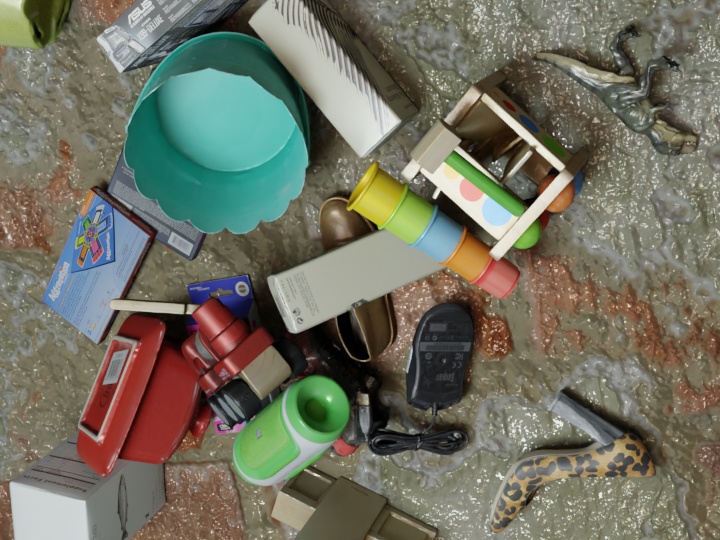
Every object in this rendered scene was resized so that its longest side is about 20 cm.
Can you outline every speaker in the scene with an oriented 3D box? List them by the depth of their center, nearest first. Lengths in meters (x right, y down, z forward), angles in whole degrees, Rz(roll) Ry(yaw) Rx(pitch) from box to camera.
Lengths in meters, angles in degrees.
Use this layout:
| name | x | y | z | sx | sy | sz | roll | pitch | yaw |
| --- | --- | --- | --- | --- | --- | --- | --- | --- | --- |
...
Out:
| name | x | y | z | sx | sy | sz | roll | pitch | yaw |
| --- | --- | --- | --- | --- | --- | --- | --- | --- | --- |
| speaker | -0.087 | 0.196 | 1.303 | 0.089 | 0.088 | 0.200 | 47 | 141 | 1 |

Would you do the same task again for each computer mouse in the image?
| name | x | y | z | sx | sy | sz | roll | pitch | yaw |
| --- | --- | --- | --- | --- | --- | --- | --- | --- | --- |
| computer mouse | 0.062 | 0.128 | 1.294 | 0.139 | 0.046 | 0.202 | -4 | 112 | -11 |

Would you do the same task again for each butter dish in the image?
| name | x | y | z | sx | sy | sz | roll | pitch | yaw |
| --- | --- | --- | --- | --- | --- | --- | --- | --- | --- |
| butter dish | -0.260 | 0.171 | 1.382 | 0.147 | 0.200 | 0.201 | 23 | 80 | -24 |

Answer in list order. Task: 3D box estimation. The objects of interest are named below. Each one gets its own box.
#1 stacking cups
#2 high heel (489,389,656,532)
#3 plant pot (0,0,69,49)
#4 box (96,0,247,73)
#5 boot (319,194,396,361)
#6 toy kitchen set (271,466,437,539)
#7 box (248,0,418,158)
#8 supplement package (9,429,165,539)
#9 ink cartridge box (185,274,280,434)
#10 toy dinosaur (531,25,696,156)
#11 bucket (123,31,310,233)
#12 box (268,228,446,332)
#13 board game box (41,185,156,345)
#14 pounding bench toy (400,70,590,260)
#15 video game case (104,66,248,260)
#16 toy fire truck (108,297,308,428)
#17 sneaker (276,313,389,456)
| name | x | y | z | sx | sy | sz | roll | pitch | yaw |
| --- | --- | --- | --- | --- | --- | --- | --- | --- | --- |
| stacking cups | 0.080 | -0.034 | 1.155 | 0.199 | 0.061 | 0.061 | 35 | 116 | -10 |
| high heel | 0.245 | 0.259 | 1.272 | 0.142 | 0.071 | 0.201 | 33 | 106 | 14 |
| plant pot | -0.452 | -0.347 | 1.288 | 0.182 | 0.201 | 0.203 | 12 | 111 | 3 |
| box | -0.178 | -0.304 | 1.203 | 0.199 | 0.158 | 0.050 | -34 | 94 | 27 |
| boot | -0.008 | 0.011 | 1.288 | 0.073 | 0.075 | 0.202 | -12 | 101 | 25 |
| toy kitchen set | -0.039 | 0.390 | 1.371 | 0.198 | 0.163 | 0.182 | 24 | 114 | 12 |
| box | -0.029 | -0.228 | 1.215 | 0.068 | 0.082 | 0.200 | -40 | 92 | 25 |
| supplement package | -0.356 | 0.297 | 1.438 | 0.116 | 0.200 | 0.118 | 8 | 110 | 17 |
| ink cartridge box | -0.165 | 0.111 | 1.401 | 0.094 | 0.037 | 0.202 | -9 | 102 | 22 |
| toy dinosaur | 0.279 | -0.199 | 1.131 | 0.199 | 0.047 | 0.089 | 38 | 122 | 9 |
| bucket | -0.156 | -0.160 | 1.220 | 0.204 | 0.135 | 0.209 | -1 | 123 | -2 |
| box | 0.000 | 0.000 | 1.215 | 0.198 | 0.082 | 0.069 | -23 | 93 | -9 |
| board game box | -0.348 | -0.004 | 1.429 | 0.103 | 0.019 | 0.201 | 36 | 121 | 5 |
| pounding bench toy | 0.141 | -0.098 | 1.127 | 0.156 | 0.200 | 0.124 | 43 | 116 | 3 |
| video game case | -0.233 | -0.131 | 1.356 | 0.142 | 0.019 | 0.201 | 31 | 114 | 8 |
| toy fire truck | -0.181 | 0.082 | 1.252 | 0.128 | 0.176 | 0.201 | -40 | 91 | -19 |
| sneaker | -0.029 | 0.128 | 1.335 | 0.097 | 0.071 | 0.202 | -22 | 100 | 25 |
